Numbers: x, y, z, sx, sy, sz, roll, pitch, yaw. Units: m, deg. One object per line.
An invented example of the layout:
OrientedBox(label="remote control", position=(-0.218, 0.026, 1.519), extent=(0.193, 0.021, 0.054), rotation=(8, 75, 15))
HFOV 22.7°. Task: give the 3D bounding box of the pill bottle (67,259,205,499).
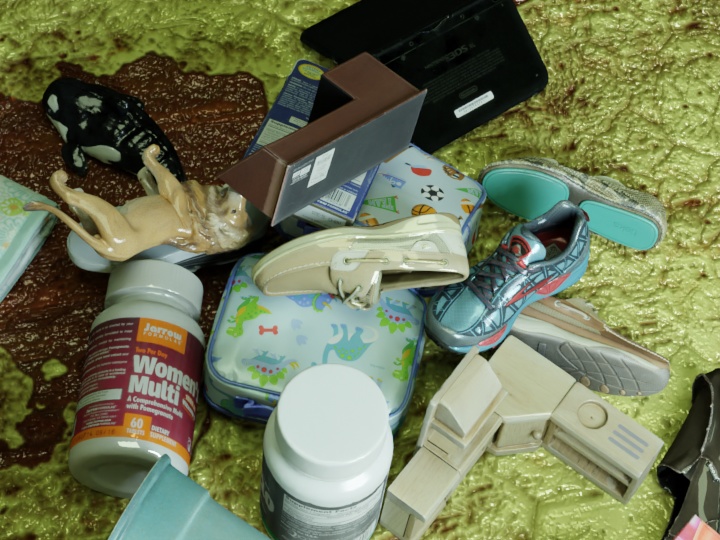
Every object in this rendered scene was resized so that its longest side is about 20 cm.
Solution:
OrientedBox(label="pill bottle", position=(-0.200, 0.098, 1.644), extent=(0.109, 0.110, 0.201), rotation=(6, 60, -2))

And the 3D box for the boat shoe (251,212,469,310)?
OrientedBox(label="boat shoe", position=(0.000, 0.000, 1.644), extent=(0.198, 0.072, 0.065), rotation=(-11, 68, -3))

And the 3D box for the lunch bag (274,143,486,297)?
OrientedBox(label="lunch bag", position=(0.014, -0.060, 1.757), extent=(0.199, 0.076, 0.161), rotation=(23, 42, 10))

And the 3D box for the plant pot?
OrientedBox(label="plant pot", position=(-0.128, 0.289, 1.503), extent=(0.195, 0.200, 0.201), rotation=(29, 61, 2))

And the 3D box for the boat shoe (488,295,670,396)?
OrientedBox(label="boat shoe", position=(0.206, 0.059, 1.729), extent=(0.199, 0.076, 0.072), rotation=(21, 58, 5))

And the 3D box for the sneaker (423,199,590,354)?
OrientedBox(label="sneaker", position=(0.135, -0.003, 1.673), extent=(0.200, 0.096, 0.079), rotation=(-36, 63, -27))

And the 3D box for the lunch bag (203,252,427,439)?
OrientedBox(label="lunch bag", position=(-0.044, 0.078, 1.686), extent=(0.198, 0.083, 0.162), rotation=(13, 57, 1))

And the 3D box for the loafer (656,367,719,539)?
OrientedBox(label="loafer", position=(0.313, 0.178, 1.667), extent=(0.071, 0.073, 0.201), rotation=(11, 59, -1))

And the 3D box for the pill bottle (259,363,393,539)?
OrientedBox(label="pill bottle", position=(-0.030, 0.168, 1.567), extent=(0.112, 0.200, 0.114), rotation=(2, 59, -4))

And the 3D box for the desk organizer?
OrientedBox(label="desk organizer", position=(-0.035, -0.126, 1.655), extent=(0.077, 0.072, 0.200), rotation=(38, 44, 21))

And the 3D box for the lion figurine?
OrientedBox(label="lion figurine", position=(-0.200, -0.047, 1.656), extent=(0.199, 0.073, 0.123), rotation=(-23, 69, -34))

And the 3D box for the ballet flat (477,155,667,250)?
OrientedBox(label="ballet flat", position=(0.216, -0.077, 1.822), extent=(0.199, 0.068, 0.076), rotation=(17, 37, -2))

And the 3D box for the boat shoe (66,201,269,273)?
OrientedBox(label="boat shoe", position=(-0.187, -0.025, 1.742), extent=(0.198, 0.068, 0.074), rotation=(-15, 58, -21))

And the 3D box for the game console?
OrientedBox(label="game console", position=(0.069, -0.225, 1.913), extent=(0.199, 0.116, 0.177), rotation=(-30, 97, -20))

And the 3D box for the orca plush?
OrientedBox(label="orca plush", position=(-0.244, -0.137, 1.799), extent=(0.105, 0.071, 0.200), rotation=(-30, 67, -21))

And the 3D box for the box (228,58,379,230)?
OrientedBox(label="box", position=(-0.037, -0.120, 1.723), extent=(0.120, 0.033, 0.201), rotation=(22, 43, 2))

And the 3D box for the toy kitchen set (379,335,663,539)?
OrientedBox(label="toy kitchen set", position=(0.147, 0.170, 1.604), extent=(0.180, 0.164, 0.200), rotation=(34, 63, 14))

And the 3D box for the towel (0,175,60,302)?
OrientedBox(label="towel", position=(-0.411, -0.023, 1.731), extent=(0.170, 0.048, 0.201), rotation=(27, 61, 9))

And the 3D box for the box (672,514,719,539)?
OrientedBox(label="box", position=(0.264, 0.304, 1.516), extent=(0.095, 0.200, 0.103), rotation=(40, 65, 15))
